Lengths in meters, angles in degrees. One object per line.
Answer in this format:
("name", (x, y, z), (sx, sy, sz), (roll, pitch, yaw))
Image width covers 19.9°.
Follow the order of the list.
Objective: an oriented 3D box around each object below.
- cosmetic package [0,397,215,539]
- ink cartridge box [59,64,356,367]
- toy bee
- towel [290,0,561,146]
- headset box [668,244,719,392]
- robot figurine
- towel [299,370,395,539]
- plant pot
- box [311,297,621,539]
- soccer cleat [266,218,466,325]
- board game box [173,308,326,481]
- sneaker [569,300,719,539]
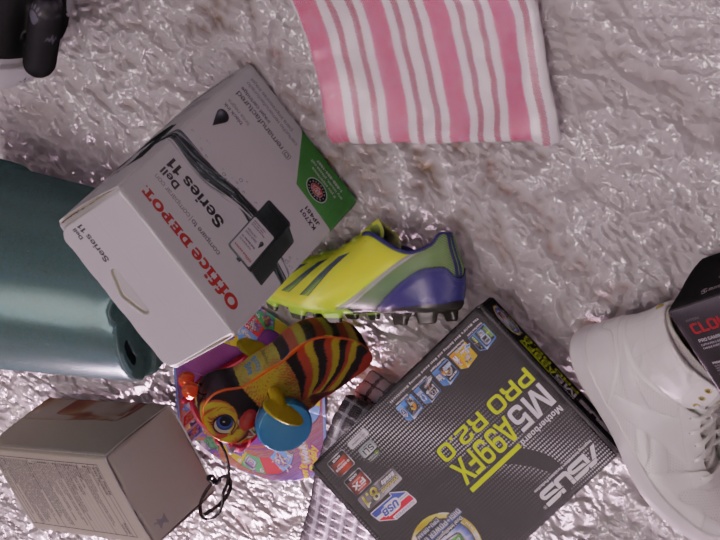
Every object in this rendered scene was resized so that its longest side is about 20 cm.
("cosmetic package", (-0.239, 0.181, 1.882), (0.200, 0.087, 0.104), (1, 122, 49))
("ink cartridge box", (-0.114, -0.043, 1.579), (0.083, 0.200, 0.147), (-28, 105, 43))
("toy bee", (-0.090, 0.106, 1.687), (0.109, 0.200, 0.131), (41, 169, -30))
("towel", (0.046, -0.156, 1.510), (0.199, 0.030, 0.147), (3, 124, 31))
("headset box", (0.325, 0.052, 1.449), (0.148, 0.075, 0.200), (-21, 109, 42))
("robot figurine", (-0.281, -0.236, 1.603), (0.124, 0.151, 0.200), (14, 132, -4))
("towel", (0.039, 0.205, 1.746), (0.165, 0.086, 0.201), (28, 134, 14))
("plant pot", (-0.260, 0.004, 1.732), (0.195, 0.200, 0.201), (8, 127, 18))
("box", (0.085, 0.146, 1.625), (0.200, 0.044, 0.160), (-44, 84, 17))
("soccer cleat", (0.001, 0.000, 1.648), (0.199, 0.065, 0.084), (1, 93, 38))
("board game box", (-0.108, 0.117, 1.807), (0.157, 0.039, 0.201), (17, 131, 22))
("sneaker", (0.253, 0.115, 1.546), (0.115, 0.074, 0.200), (-24, 106, 45))
